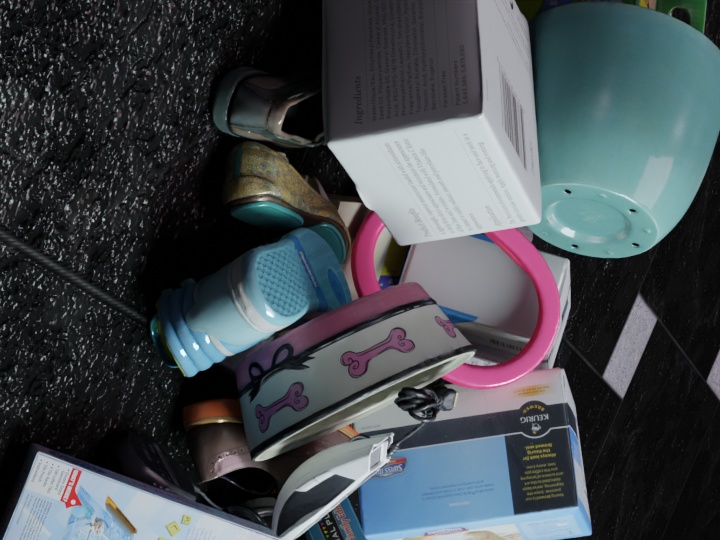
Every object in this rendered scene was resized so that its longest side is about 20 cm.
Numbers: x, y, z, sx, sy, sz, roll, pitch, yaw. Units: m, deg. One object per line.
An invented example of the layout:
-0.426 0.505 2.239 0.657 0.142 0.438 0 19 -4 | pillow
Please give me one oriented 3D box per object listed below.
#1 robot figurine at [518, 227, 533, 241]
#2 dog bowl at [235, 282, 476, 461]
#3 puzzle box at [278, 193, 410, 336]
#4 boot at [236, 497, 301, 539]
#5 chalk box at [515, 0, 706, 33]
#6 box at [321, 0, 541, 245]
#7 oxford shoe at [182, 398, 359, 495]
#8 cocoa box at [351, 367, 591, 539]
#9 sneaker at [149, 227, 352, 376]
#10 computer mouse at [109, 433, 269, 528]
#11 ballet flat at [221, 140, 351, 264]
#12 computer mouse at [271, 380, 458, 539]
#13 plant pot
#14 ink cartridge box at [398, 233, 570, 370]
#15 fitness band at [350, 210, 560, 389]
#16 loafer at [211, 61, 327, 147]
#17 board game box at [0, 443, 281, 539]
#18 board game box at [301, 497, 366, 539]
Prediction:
0.119 -0.101 1.718 0.199 0.112 0.171 -7 81 -61 | robot figurine
-0.012 0.077 1.446 0.199 0.074 0.200 -26 172 -4 | dog bowl
0.000 0.000 1.665 0.200 0.025 0.134 2 106 -63 | puzzle box
-0.064 0.308 1.602 0.079 0.159 0.212 -21 143 -2 | boot
0.220 -0.233 1.694 0.124 0.198 0.126 33 63 -62 | chalk box
0.058 -0.154 1.464 0.199 0.129 0.202 51 33 -61 | box
-0.073 0.159 1.540 0.199 0.071 0.073 13 63 -45 | oxford shoe
0.103 0.181 1.657 0.133 0.198 0.133 56 26 -67 | cocoa box
-0.093 0.027 1.428 0.080 0.130 0.200 67 20 8 | sneaker
-0.139 0.187 1.468 0.034 0.059 0.200 -44 134 7 | computer mouse
-0.058 -0.055 1.483 0.071 0.070 0.200 -66 155 -6 | ballet flat
-0.008 0.152 1.474 0.200 0.044 0.110 -41 173 15 | computer mouse
0.214 -0.110 1.588 0.201 0.199 0.162 63 38 -56 | plant pot
0.121 0.029 1.728 0.200 0.145 0.087 59 49 -77 | ink cartridge box
0.084 0.013 1.597 0.144 0.200 0.037 -49 180 -9 | fitness band
-0.042 -0.125 1.452 0.199 0.062 0.073 -11 119 -60 | loafer
-0.186 0.255 1.337 0.202 0.198 0.041 -67 -163 -1 | board game box
-0.017 0.266 1.635 0.047 0.201 0.152 -21 143 -8 | board game box
